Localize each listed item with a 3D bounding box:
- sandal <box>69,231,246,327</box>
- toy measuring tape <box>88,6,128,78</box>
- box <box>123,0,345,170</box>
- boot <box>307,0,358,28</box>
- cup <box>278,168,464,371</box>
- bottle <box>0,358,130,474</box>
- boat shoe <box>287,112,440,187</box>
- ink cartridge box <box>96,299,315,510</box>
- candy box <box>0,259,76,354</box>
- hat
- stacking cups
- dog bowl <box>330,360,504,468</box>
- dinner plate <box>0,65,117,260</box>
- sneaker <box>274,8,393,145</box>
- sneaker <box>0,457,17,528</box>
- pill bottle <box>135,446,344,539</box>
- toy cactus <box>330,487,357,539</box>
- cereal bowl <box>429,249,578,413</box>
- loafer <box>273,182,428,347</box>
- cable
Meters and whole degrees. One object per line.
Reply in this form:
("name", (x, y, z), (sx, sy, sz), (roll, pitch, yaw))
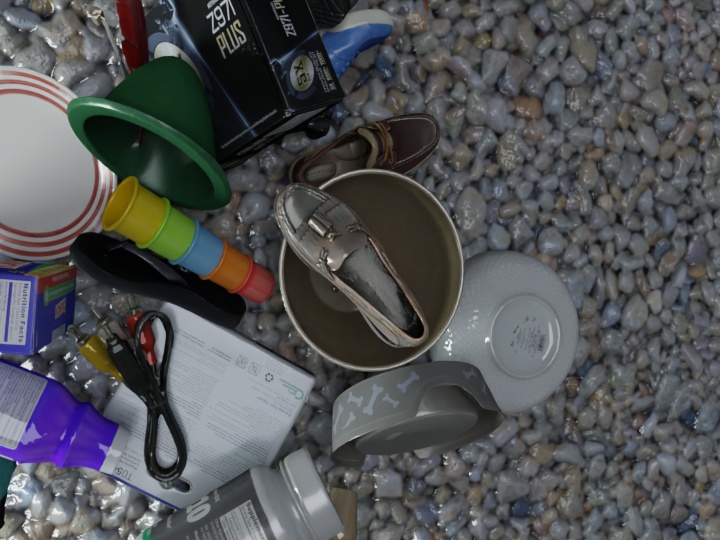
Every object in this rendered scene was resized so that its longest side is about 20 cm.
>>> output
("sandal", (-0.212, 0.000, 0.743), (0.197, 0.077, 0.043), (23, 112, -26))
("toy measuring tape", (-0.270, -0.176, 0.739), (0.072, 0.073, 0.204), (-24, 95, -11))
("box", (-0.134, -0.205, 0.696), (0.085, 0.198, 0.167), (-28, 98, -46))
("boot", (-0.070, -0.350, 0.784), (0.197, 0.070, 0.133), (26, 56, 12))
("cup", (0.000, 0.000, 0.762), (0.195, 0.143, 0.206), (0, 90, -12))
("bottle", (-0.328, 0.143, 0.671), (0.197, 0.065, 0.085), (26, 62, -17))
("boat shoe", (0.011, -0.137, 0.800), (0.196, 0.072, 0.074), (-19, 94, -12))
("ink cartridge box", (-0.180, 0.163, 0.775), (0.194, 0.043, 0.203), (30, 87, -11))
("candy box", (-0.393, 0.027, 0.660), (0.195, 0.169, 0.079), (6, 91, -13))
("hat", (-0.174, -0.185, 0.664), (0.162, 0.201, 0.180), (16, 69, 11))
("stacking cups", (-0.175, -0.026, 0.734), (0.199, 0.060, 0.062), (33, 82, -41))
("dog bowl", (0.057, 0.161, 0.758), (0.195, 0.201, 0.060), (-7, 61, -13))
("dinner plate", (-0.351, -0.109, 0.717), (0.194, 0.024, 0.205), (0, 111, 0))
("sneaker", (-0.040, -0.213, 0.784), (0.196, 0.077, 0.114), (-23, 89, -7))
("sneaker", (-0.406, 0.179, 0.715), (0.069, 0.080, 0.205), (-9, 73, 3))
("pill bottle", (-0.122, 0.278, 0.714), (0.197, 0.113, 0.115), (-27, 96, -10))
("toy cactus", (-0.032, 0.343, 0.796), (0.195, 0.102, 0.169), (16, 68, -10))
("cereal bowl", (0.184, 0.076, 0.836), (0.195, 0.083, 0.206), (0, 90, -12))
("loafer", (-0.002, -0.007, 0.656), (0.072, 0.063, 0.200), (-44, 99, -10))
("cable", (-0.224, 0.122, 0.734), (0.096, 0.050, 0.204), (-28, 108, -16))
